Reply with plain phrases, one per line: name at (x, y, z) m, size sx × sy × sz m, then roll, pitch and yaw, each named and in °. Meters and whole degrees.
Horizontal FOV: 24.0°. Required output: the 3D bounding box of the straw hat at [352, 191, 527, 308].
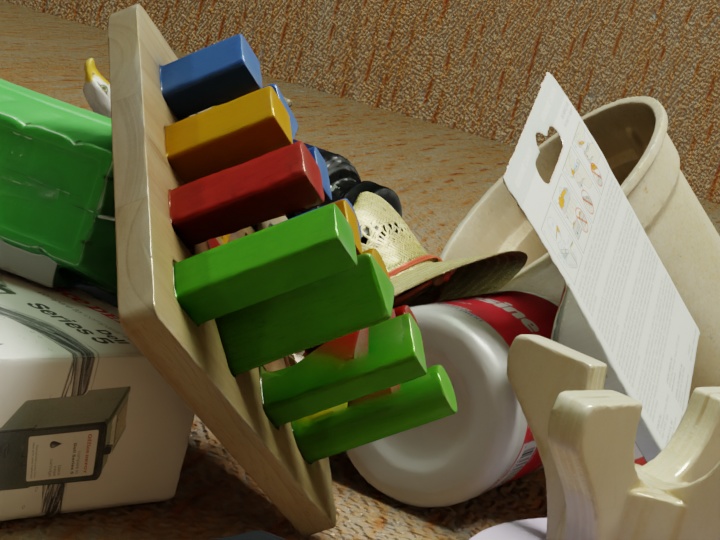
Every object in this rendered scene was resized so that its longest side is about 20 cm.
straw hat at (0.000, 0.000, 1.025) m, size 0.085 × 0.201 × 0.201 m, roll 61°, pitch 25°, yaw 11°

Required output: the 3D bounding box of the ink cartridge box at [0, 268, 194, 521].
ink cartridge box at (-0.195, 0.054, 0.801) m, size 0.145 × 0.084 × 0.200 m, roll 23°, pitch 13°, yaw 36°

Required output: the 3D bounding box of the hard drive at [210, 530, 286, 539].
hard drive at (-0.011, 0.156, 0.643) m, size 0.200 × 0.043 × 0.135 m, roll 23°, pitch 14°, yaw 36°

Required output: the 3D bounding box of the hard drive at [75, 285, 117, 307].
hard drive at (-0.243, 0.009, 1.039) m, size 0.200 × 0.043 × 0.135 m, roll 23°, pitch 14°, yaw 36°

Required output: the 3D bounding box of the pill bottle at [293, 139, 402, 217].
pill bottle at (-0.069, -0.059, 1.463) m, size 0.199 × 0.112 × 0.112 m, roll 21°, pitch 13°, yaw 29°

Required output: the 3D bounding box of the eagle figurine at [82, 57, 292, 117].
eagle figurine at (-0.169, -0.068, 1.144) m, size 0.151 × 0.152 × 0.200 m, roll 47°, pitch 55°, yaw -5°

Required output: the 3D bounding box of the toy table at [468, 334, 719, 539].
toy table at (0.137, 0.116, 0.847) m, size 0.183 × 0.118 × 0.200 m, roll 20°, pitch 11°, yaw 25°

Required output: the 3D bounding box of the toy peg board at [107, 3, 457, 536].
toy peg board at (-0.032, -0.011, 0.831) m, size 0.097 × 0.200 × 0.200 m, roll -19°, pitch 49°, yaw 12°

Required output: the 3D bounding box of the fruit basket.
fruit basket at (-0.155, -0.037, 0.936) m, size 0.185 × 0.094 × 0.200 m, roll 20°, pitch -3°, yaw 13°

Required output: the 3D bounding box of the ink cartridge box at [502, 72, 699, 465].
ink cartridge box at (0.128, 0.006, 0.979) m, size 0.050 × 0.200 × 0.162 m, roll -26°, pitch 18°, yaw 27°

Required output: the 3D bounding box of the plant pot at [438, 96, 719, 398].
plant pot at (0.185, 0.012, 1.188) m, size 0.184 × 0.200 × 0.200 m, roll 47°, pitch 2°, yaw -16°

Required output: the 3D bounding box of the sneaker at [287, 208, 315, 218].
sneaker at (-0.031, 0.003, 1.203) m, size 0.199 × 0.112 × 0.077 m, roll 4°, pitch 15°, yaw -45°

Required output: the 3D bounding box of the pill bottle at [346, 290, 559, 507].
pill bottle at (0.076, 0.070, 1.008) m, size 0.112 × 0.113 × 0.200 m, roll 20°, pitch 12°, yaw 25°
